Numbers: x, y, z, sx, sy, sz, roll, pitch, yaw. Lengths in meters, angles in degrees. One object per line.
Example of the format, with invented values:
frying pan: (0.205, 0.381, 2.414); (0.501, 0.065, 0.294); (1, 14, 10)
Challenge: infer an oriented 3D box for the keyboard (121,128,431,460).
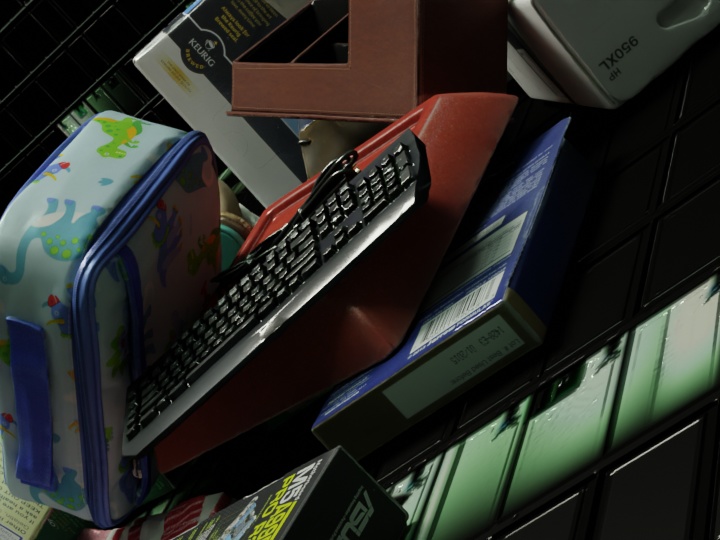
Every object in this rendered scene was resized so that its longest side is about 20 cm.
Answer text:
keyboard: (-0.044, 0.002, 0.814); (0.200, 0.021, 0.127); (-41, 17, 14)

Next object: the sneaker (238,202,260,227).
sneaker: (-0.113, 0.023, 1.258); (0.147, 0.081, 0.200); (-60, 23, -2)

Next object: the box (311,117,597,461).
box: (0.053, 0.004, 0.809); (0.121, 0.032, 0.200); (-36, 15, 31)

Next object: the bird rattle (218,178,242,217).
bird rattle: (-0.144, -0.007, 1.197); (0.163, 0.113, 0.200); (-24, 45, 33)

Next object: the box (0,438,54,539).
box: (-0.263, 0.189, 0.952); (0.176, 0.097, 0.200); (-56, 5, 20)

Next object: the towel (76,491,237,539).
towel: (-0.147, 0.183, 0.871); (0.144, 0.023, 0.200); (-51, 14, -31)

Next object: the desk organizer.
desk organizer: (0.001, -0.129, 0.997); (0.072, 0.077, 0.200); (-5, 8, -36)

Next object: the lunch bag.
lunch bag: (-0.136, 0.030, 0.902); (0.161, 0.082, 0.200); (-56, -24, -49)

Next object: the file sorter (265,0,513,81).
file sorter: (0.030, -0.226, 1.237); (0.139, 0.200, 0.125); (-39, 34, 21)

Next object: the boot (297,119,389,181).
boot: (-0.018, -0.071, 1.133); (0.200, 0.097, 0.075); (-36, -19, 9)

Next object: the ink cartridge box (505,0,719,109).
ink cartridge box: (0.155, -0.175, 0.994); (0.145, 0.084, 0.200); (-42, 11, -1)

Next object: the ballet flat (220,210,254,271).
ballet flat: (-0.120, 0.015, 1.050); (0.200, 0.071, 0.065); (-36, 2, 36)

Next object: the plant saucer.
plant saucer: (-0.023, -0.003, 0.871); (0.200, 0.037, 0.200); (-31, 22, 44)

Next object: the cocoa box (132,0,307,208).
cocoa box: (-0.066, -0.138, 1.328); (0.131, 0.200, 0.133); (-42, 10, 1)

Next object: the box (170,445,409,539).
box: (-0.081, 0.170, 0.629); (0.160, 0.044, 0.200); (-33, 15, 39)

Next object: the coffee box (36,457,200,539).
coffee box: (-0.155, 0.116, 1.088); (0.200, 0.044, 0.123); (-31, 16, 44)

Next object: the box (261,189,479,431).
box: (0.000, 0.000, 0.979); (0.117, 0.048, 0.200); (-36, 16, 33)
